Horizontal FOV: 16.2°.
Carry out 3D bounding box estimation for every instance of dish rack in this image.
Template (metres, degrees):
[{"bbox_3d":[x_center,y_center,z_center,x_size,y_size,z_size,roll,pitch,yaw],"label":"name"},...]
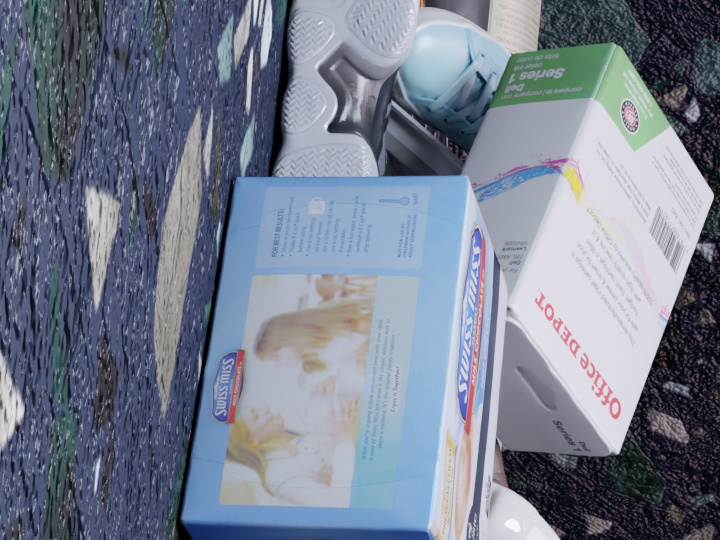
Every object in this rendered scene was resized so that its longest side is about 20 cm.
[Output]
[{"bbox_3d":[0.047,-0.063,1.665,0.044,0.172,0.200,-50,151,3],"label":"dish rack"}]

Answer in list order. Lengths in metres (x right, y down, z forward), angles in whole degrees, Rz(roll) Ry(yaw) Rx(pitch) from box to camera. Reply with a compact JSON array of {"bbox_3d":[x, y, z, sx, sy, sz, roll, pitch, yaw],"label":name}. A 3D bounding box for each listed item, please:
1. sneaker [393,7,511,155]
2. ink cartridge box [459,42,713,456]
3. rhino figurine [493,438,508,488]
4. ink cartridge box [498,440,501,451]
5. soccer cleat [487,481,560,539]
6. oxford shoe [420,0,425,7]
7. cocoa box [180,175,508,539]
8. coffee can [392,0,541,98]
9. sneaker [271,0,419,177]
[{"bbox_3d":[0.095,-0.093,1.594,0.074,0.200,0.082,-52,-144,0],"label":"sneaker"},{"bbox_3d":[0.120,-0.011,1.499,0.145,0.084,0.201,51,50,-38],"label":"ink cartridge box"},{"bbox_3d":[0.065,0.143,1.514,0.087,0.059,0.201,20,51,-79],"label":"rhino figurine"},{"bbox_3d":[0.017,0.138,1.665,0.088,0.144,0.201,97,1,-49],"label":"ink cartridge box"},{"bbox_3d":[0.036,0.173,1.415,0.200,0.077,0.070,-30,-154,51],"label":"soccer cleat"},{"bbox_3d":[0.007,-0.190,1.618,0.200,0.072,0.072,80,17,-73],"label":"oxford shoe"},{"bbox_3d":[-0.003,0.066,1.304,0.131,0.132,0.201,66,28,-59],"label":"cocoa box"},{"bbox_3d":[0.065,-0.234,1.851,0.146,0.145,0.202,70,26,-80],"label":"coffee can"},{"bbox_3d":[-0.009,-0.105,1.531,0.114,0.075,0.202,71,30,-81],"label":"sneaker"}]
